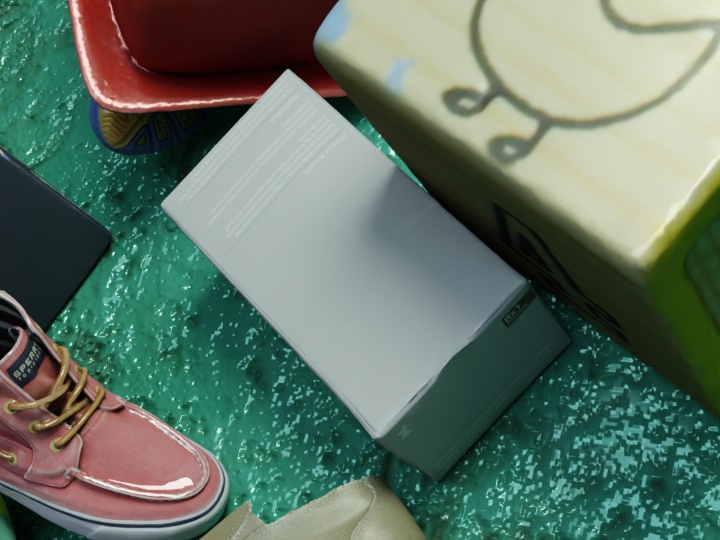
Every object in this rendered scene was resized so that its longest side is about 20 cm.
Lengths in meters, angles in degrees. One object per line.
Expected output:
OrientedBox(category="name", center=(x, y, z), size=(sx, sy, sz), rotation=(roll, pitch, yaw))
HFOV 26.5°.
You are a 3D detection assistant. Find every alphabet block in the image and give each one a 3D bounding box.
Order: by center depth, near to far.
OrientedBox(category="alphabet block", center=(0.134, -0.083, 0.691), size=(0.200, 0.196, 0.196), rotation=(37, 88, 34))

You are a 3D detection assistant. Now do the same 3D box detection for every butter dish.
OrientedBox(category="butter dish", center=(-0.060, -0.203, 0.821), size=(0.198, 0.148, 0.201), rotation=(-6, 74, -14))

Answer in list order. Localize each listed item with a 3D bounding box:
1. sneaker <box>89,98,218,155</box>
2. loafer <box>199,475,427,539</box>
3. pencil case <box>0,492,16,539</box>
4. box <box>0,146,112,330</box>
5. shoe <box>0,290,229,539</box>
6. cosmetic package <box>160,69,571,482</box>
OrientedBox(category="sneaker", center=(-0.116, -0.156, 0.931), size=(0.088, 0.075, 0.201), rotation=(10, 63, 38))
OrientedBox(category="loafer", center=(-0.058, 0.155, 0.751), size=(0.199, 0.076, 0.068), rotation=(-16, 60, 8))
OrientedBox(category="pencil case", center=(-0.222, 0.157, 0.825), size=(0.088, 0.088, 0.201), rotation=(-33, 55, 9))
OrientedBox(category="box", center=(-0.274, -0.053, 0.906), size=(0.200, 0.148, 0.107), rotation=(35, 85, 34))
OrientedBox(category="shoe", center=(-0.161, 0.073, 0.786), size=(0.199, 0.091, 0.072), rotation=(19, 51, 7))
OrientedBox(category="cosmetic package", center=(0.000, 0.000, 0.786), size=(0.107, 0.090, 0.200), rotation=(-44, 59, 1))
